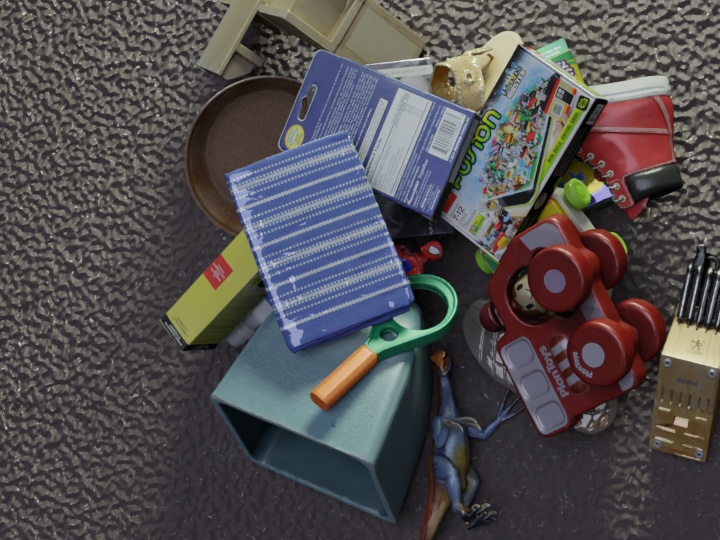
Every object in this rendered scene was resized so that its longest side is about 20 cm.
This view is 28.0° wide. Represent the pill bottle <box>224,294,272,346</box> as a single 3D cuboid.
[{"bbox_3d":[-0.084,-0.001,1.662,0.199,0.112,0.113,-35,74,12],"label":"pill bottle"}]

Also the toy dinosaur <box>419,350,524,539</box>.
[{"bbox_3d":[0.090,0.190,1.589,0.199,0.105,0.183,-33,65,17],"label":"toy dinosaur"}]

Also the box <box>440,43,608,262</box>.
[{"bbox_3d":[0.163,-0.122,1.521,0.110,0.035,0.202,38,110,26],"label":"box"}]

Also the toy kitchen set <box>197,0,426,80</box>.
[{"bbox_3d":[-0.071,-0.262,1.715,0.164,0.179,0.200,-58,31,0],"label":"toy kitchen set"}]

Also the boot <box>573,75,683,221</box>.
[{"bbox_3d":[0.241,-0.120,1.549,0.197,0.072,0.147,-7,86,14],"label":"boot"}]

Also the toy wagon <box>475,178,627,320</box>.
[{"bbox_3d":[0.217,0.002,1.564,0.155,0.039,0.201,-38,85,39],"label":"toy wagon"}]

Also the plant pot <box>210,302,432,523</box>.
[{"bbox_3d":[-0.017,0.125,1.587,0.194,0.196,0.202,20,67,19],"label":"plant pot"}]

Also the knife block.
[{"bbox_3d":[0.367,0.077,1.540,0.063,0.176,0.202,14,132,20],"label":"knife block"}]

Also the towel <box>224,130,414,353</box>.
[{"bbox_3d":[-0.042,-0.030,1.500,0.143,0.024,0.202,-20,85,-8],"label":"towel"}]

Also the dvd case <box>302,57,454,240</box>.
[{"bbox_3d":[0.020,-0.132,1.602,0.146,0.016,0.203,-6,79,-5],"label":"dvd case"}]

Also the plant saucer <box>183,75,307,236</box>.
[{"bbox_3d":[-0.107,-0.132,1.685,0.197,0.037,0.203,-2,113,-5],"label":"plant saucer"}]

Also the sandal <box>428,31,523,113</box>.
[{"bbox_3d":[0.102,-0.193,1.564,0.077,0.070,0.213,23,75,46],"label":"sandal"}]

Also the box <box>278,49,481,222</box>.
[{"bbox_3d":[0.018,-0.148,1.548,0.198,0.032,0.123,25,95,19],"label":"box"}]

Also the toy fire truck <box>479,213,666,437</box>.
[{"bbox_3d":[0.204,0.056,1.489,0.167,0.112,0.202,-32,83,35],"label":"toy fire truck"}]

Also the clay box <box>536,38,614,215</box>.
[{"bbox_3d":[0.213,-0.155,1.620,0.114,0.048,0.202,-23,77,12],"label":"clay box"}]

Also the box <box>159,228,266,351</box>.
[{"bbox_3d":[-0.127,0.004,1.574,0.200,0.075,0.050,-45,72,19],"label":"box"}]

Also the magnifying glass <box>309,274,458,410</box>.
[{"bbox_3d":[0.024,0.074,1.498,0.079,0.023,0.200,34,58,27],"label":"magnifying glass"}]

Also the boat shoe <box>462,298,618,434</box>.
[{"bbox_3d":[0.195,0.107,1.578,0.200,0.073,0.075,41,99,13],"label":"boat shoe"}]

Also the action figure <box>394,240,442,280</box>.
[{"bbox_3d":[0.000,0.000,1.554,0.197,0.052,0.066,-13,40,-22],"label":"action figure"}]
